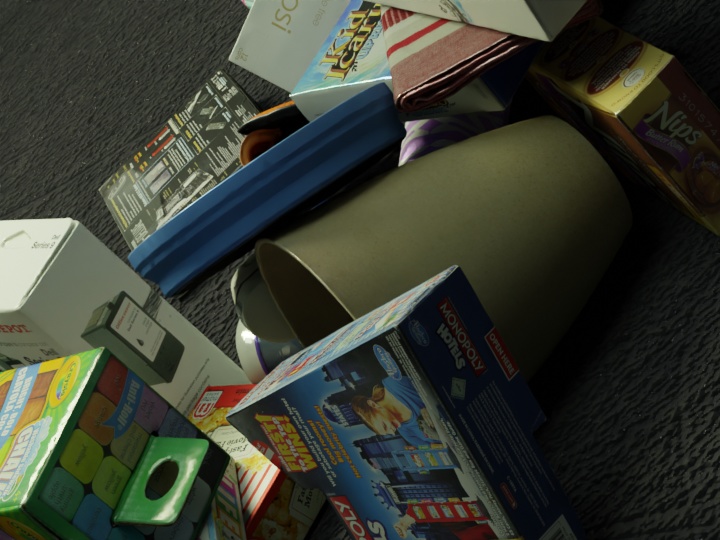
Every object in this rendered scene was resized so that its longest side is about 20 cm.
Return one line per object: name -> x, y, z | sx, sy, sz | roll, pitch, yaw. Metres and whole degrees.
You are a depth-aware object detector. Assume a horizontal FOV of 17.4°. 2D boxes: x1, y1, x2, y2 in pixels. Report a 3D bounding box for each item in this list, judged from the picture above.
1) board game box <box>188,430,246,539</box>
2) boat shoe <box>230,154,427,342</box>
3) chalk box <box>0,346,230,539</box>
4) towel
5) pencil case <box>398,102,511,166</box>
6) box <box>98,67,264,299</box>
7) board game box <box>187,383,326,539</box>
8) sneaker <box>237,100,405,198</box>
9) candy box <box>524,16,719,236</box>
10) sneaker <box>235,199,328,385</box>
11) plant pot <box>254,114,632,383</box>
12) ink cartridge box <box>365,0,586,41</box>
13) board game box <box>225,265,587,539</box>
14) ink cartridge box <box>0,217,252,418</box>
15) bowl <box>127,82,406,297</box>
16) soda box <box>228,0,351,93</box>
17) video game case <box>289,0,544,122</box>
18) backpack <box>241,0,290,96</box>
board game box -> -0.160, 0.210, 1.532 | 0.200, 0.034, 0.135 | -39, 28, 14
boat shoe -> 0.002, -0.025, 1.570 | 0.200, 0.072, 0.066 | -36, 31, 1
chalk box -> -0.177, 0.138, 1.479 | 0.199, 0.124, 0.125 | -16, 40, 45
towel -> 0.077, -0.192, 1.513 | 0.143, 0.023, 0.201 | -27, 37, 16
pencil case -> 0.075, -0.107, 1.694 | 0.085, 0.084, 0.201 | -9, 38, 14
box -> -0.136, -0.077, 1.993 | 0.158, 0.050, 0.200 | -45, 26, 2
board game box -> -0.095, 0.169, 1.586 | 0.151, 0.046, 0.201 | -7, 46, 51
sneaker -> -0.056, -0.090, 1.781 | 0.112, 0.078, 0.200 | -20, -16, -36
candy box -> 0.173, -0.104, 1.508 | 0.056, 0.117, 0.200 | -45, 26, -2
sneaker -> 0.000, 0.000, 1.671 | 0.146, 0.081, 0.201 | -18, 31, 26
plant pot -> 0.068, -0.003, 1.475 | 0.200, 0.188, 0.187 | -38, 25, -12
ink cartridge box -> 0.067, -0.253, 1.444 | 0.147, 0.145, 0.199 | -50, 37, -17
board game box -> 0.022, 0.104, 1.353 | 0.199, 0.201, 0.062 | -8, 28, 51
ink cartridge box -> -0.195, 0.057, 1.716 | 0.146, 0.200, 0.084 | -2, 50, 54
bowl -> -0.056, -0.048, 1.502 | 0.200, 0.039, 0.201 | -34, 0, 0
soda box -> -0.022, -0.229, 1.688 | 0.201, 0.068, 0.064 | -64, -2, 24
video game case -> 0.065, -0.186, 1.590 | 0.181, 0.045, 0.201 | -6, 45, 49
backpack -> 0.007, -0.207, 1.871 | 0.177, 0.151, 0.200 | -42, 32, -5
